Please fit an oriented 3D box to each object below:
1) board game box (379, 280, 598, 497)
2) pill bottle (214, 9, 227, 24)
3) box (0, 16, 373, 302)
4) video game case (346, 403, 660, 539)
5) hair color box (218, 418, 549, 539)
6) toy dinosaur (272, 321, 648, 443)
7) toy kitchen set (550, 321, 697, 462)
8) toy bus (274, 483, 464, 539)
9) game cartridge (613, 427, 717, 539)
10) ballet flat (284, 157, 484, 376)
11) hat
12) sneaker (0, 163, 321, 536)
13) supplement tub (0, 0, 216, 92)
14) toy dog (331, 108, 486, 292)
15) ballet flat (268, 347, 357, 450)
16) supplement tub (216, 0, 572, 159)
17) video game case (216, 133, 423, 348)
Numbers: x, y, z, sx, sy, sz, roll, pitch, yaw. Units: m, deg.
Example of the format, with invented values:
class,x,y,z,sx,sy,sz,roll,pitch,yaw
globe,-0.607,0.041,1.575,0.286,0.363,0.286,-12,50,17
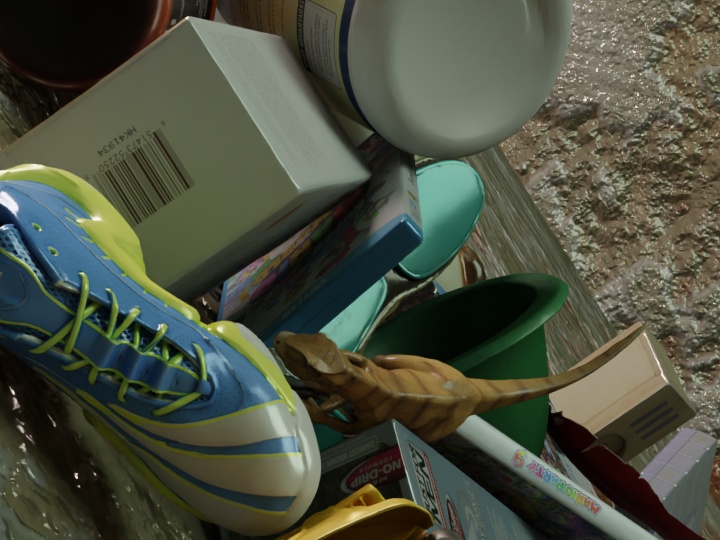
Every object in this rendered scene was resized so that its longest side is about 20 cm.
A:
class,x,y,z,sx,sy,sz,roll,pitch,yaw
board game box,0.076,0.128,1.183,0.200,0.096,0.160,44,17,-50
pill bottle,-0.108,-0.226,1.328,0.111,0.111,0.200,53,11,-17
box,-0.083,-0.050,0.912,0.098,0.124,0.200,57,10,2
video game case,0.063,0.122,0.975,0.199,0.143,0.018,34,63,-19
hair color box,0.023,0.148,0.882,0.200,0.098,0.061,42,28,-54
toy dinosaur,0.035,0.061,0.844,0.199,0.106,0.061,3,74,-41
toy kitchen set,0.211,0.194,1.365,0.200,0.180,0.164,45,17,-32
toy bus,0.009,0.188,0.707,0.201,0.135,0.192,58,-5,-4
game cartridge,0.179,0.212,1.158,0.130,0.038,0.202,-35,136,-59
ballet flat,0.000,0.000,1.070,0.071,0.070,0.200,53,52,-16
hat,0.081,0.115,1.041,0.177,0.165,0.200,64,-11,-11
sneaker,-0.106,0.033,0.717,0.200,0.076,0.105,42,16,23
supplement tub,-0.139,-0.156,1.010,0.107,0.107,0.200,56,10,-3
toy dog,0.008,-0.043,1.210,0.193,0.139,0.201,14,-46,58
ballet flat,-0.057,0.065,0.877,0.068,0.068,0.200,50,5,34
supplement tub,0.011,-0.160,1.041,0.200,0.145,0.145,34,-10,49
video game case,-0.025,-0.010,1.005,0.018,0.143,0.200,46,14,-15
